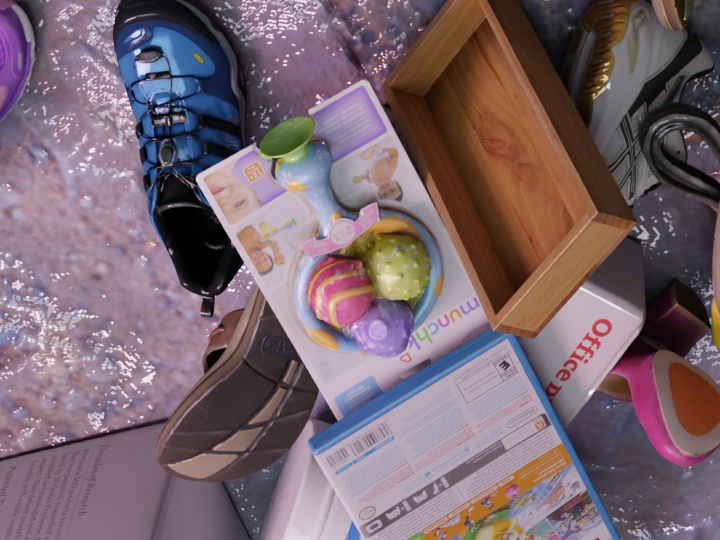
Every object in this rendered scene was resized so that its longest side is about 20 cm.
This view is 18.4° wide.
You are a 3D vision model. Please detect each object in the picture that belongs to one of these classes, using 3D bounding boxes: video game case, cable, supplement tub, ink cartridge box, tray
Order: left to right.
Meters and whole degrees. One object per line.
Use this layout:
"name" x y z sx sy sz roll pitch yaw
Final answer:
"supplement tub" 0.038 0.193 1.512 0.199 0.132 0.132 19 124 -8
"ink cartridge box" 0.062 0.013 1.415 0.199 0.085 0.145 27 123 -10
"video game case" 0.071 0.144 1.398 0.143 0.018 0.201 -31 121 -3
"tray" 0.083 -0.069 1.294 0.037 0.201 0.099 13 130 -36
"cable" 0.234 -0.021 1.318 0.096 0.051 0.201 -18 131 15

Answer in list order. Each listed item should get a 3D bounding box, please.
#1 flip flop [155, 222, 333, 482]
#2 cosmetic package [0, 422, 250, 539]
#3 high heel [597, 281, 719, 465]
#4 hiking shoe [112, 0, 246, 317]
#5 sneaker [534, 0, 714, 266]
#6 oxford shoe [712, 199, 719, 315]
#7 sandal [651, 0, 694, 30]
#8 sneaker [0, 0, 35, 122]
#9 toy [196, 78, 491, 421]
"flip flop" -0.061 0.046 1.373 0.081 0.058 0.201 18 110 -28
"cosmetic package" -0.189 0.233 1.543 0.199 0.167 0.168 -14 122 16
"high heel" 0.175 0.084 1.383 0.067 0.200 0.096 35 114 -16
"hiking shoe" -0.104 -0.077 1.372 0.074 0.087 0.201 -11 122 13
"sneaker" 0.151 -0.059 1.323 0.087 0.076 0.201 21 91 -22
"oxford shoe" 0.231 -0.036 1.239 0.070 0.075 0.201 21 129 14
"sandal" 0.141 -0.227 1.256 0.054 0.081 0.201 -12 121 33
"sneaker" -0.270 -0.086 1.384 0.080 0.089 0.200 32 120 -13
"toy" 0.000 0.000 1.309 0.115 0.047 0.201 -30 118 0
